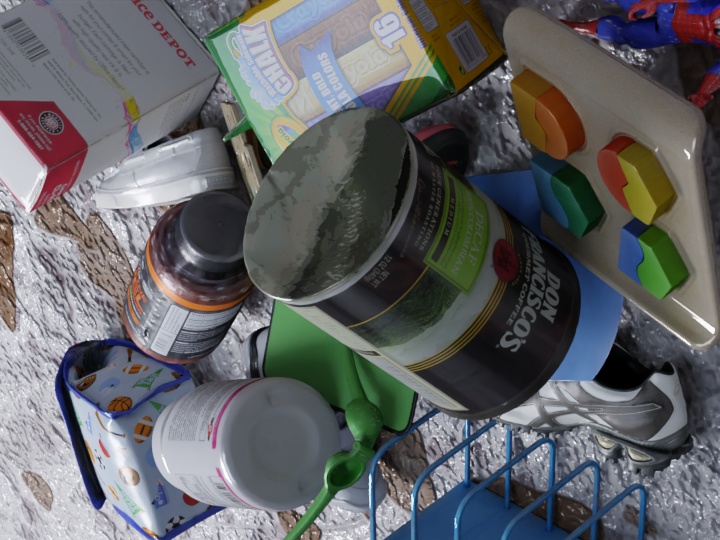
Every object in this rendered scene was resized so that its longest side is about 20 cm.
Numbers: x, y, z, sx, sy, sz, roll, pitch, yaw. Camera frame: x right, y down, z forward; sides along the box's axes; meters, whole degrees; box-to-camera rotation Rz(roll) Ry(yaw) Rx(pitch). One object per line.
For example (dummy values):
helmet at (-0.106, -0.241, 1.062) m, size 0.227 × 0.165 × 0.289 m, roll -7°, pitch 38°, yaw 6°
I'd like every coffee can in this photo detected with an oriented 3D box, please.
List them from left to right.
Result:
coffee can at (0.038, -0.001, 1.197) m, size 0.146 × 0.147 × 0.200 m, roll 6°, pitch 159°, yaw 47°

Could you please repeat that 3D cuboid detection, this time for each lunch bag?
lunch bag at (-0.243, 0.174, 1.828) m, size 0.200 × 0.124 × 0.170 m, roll 25°, pitch 135°, yaw 55°

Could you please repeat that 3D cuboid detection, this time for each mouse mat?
mouse mat at (-0.011, 0.040, 1.473) m, size 0.200 × 0.008 × 0.161 m, roll 17°, pitch 99°, yaw 46°

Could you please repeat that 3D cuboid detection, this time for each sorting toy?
sorting toy at (0.163, -0.057, 1.139) m, size 0.185 × 0.036 × 0.200 m, roll 41°, pitch 156°, yaw 41°

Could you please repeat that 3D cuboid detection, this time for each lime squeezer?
lime squeezer at (-0.021, 0.144, 1.418) m, size 0.071 × 0.200 × 0.038 m, roll 10°, pitch 166°, yaw 27°

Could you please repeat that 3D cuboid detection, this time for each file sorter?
file sorter at (0.119, 0.208, 1.416) m, size 0.200 × 0.139 × 0.123 m, roll 25°, pitch 131°, yaw 36°

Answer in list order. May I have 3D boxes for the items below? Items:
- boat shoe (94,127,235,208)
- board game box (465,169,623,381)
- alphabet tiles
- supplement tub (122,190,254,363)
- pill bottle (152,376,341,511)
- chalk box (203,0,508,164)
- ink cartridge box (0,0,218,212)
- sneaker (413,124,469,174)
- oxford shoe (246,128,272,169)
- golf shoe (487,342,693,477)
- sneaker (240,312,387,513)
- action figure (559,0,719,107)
boat shoe at (-0.187, -0.096, 1.602) m, size 0.200 × 0.072 × 0.069 m, roll -6°, pitch 91°, yaw 58°
board game box at (0.135, 0.004, 1.303) m, size 0.200 × 0.039 × 0.158 m, roll -4°, pitch 87°, yaw 49°
alphabet tiles at (-0.087, -0.062, 1.456) m, size 0.200 × 0.006 × 0.167 m, roll -141°, pitch 34°, yaw -80°
supplement tub at (-0.151, 0.002, 1.581) m, size 0.107 × 0.107 × 0.200 m, roll 50°, pitch 149°, yaw 9°
pill bottle at (-0.108, 0.153, 1.527) m, size 0.113 × 0.113 × 0.200 m, roll 63°, pitch 154°, yaw -9°
chalk box at (-0.019, -0.153, 1.253) m, size 0.200 × 0.124 × 0.124 m, roll -24°, pitch 98°, yaw 29°
ink cartridge box at (-0.247, -0.164, 1.499) m, size 0.148 × 0.200 × 0.086 m, roll 50°, pitch 144°, yaw 9°
sneaker at (0.007, -0.078, 1.382) m, size 0.200 × 0.074 × 0.087 m, roll -38°, pitch 66°, yaw 47°
oxford shoe at (-0.035, -0.135, 1.389) m, size 0.073 × 0.071 × 0.200 m, roll 44°, pitch 142°, yaw 11°
golf shoe at (0.165, 0.083, 1.329) m, size 0.200 × 0.078 × 0.095 m, roll 15°, pitch 122°, yaw 31°
sneaker at (-0.028, 0.126, 1.573) m, size 0.200 × 0.075 × 0.115 m, roll 57°, pitch 147°, yaw 5°
action figure at (0.180, -0.152, 1.107) m, size 0.200 × 0.099 × 0.065 m, roll 11°, pitch 126°, yaw 42°
